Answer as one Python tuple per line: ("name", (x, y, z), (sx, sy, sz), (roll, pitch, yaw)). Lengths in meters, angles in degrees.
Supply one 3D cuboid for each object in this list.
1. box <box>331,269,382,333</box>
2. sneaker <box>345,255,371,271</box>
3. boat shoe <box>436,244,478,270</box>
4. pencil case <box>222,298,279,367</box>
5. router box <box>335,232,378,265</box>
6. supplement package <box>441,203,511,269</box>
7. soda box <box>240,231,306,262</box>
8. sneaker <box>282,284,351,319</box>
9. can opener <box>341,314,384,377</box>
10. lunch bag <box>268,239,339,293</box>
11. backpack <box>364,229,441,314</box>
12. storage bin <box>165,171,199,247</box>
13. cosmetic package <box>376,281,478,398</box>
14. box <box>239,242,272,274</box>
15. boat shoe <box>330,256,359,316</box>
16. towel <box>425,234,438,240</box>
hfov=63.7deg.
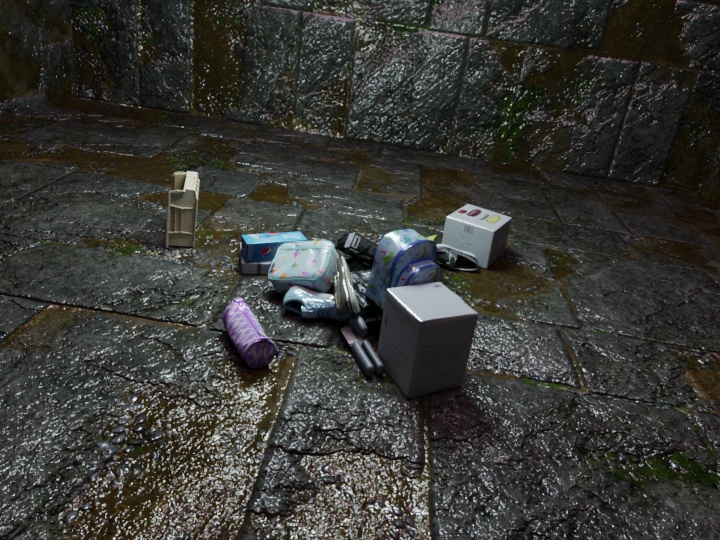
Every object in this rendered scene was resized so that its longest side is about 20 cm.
("box", (0.029, 0.082, 1.640), (0.160, 0.088, 0.200), (-7, 29, -28))
("sneaker", (0.000, 0.000, 1.810), (0.195, 0.083, 0.074), (4, 25, -10))
("boat shoe", (0.320, -0.043, 2.008), (0.195, 0.074, 0.071), (7, 20, -8))
("pencil case", (-0.273, 0.152, 1.405), (0.082, 0.087, 0.199), (-6, 28, -32))
("router box", (0.012, -0.063, 1.838), (0.147, 0.052, 0.200), (26, -6, -15))
("supplement package", (0.427, -0.130, 2.137), (0.188, 0.150, 0.199), (21, 29, 26))
("soda box", (-0.271, -0.075, 1.812), (0.196, 0.066, 0.068), (-5, 29, -27))
("sneaker", (-0.122, 0.108, 1.580), (0.196, 0.075, 0.082), (14, 44, 18))
("can opener", (0.004, 0.181, 1.449), (0.052, 0.068, 0.200), (-3, 27, -21))
("lunch bag", (-0.166, -0.015, 1.673), (0.195, 0.078, 0.163), (0, 53, 23))
("backpack", (0.121, 0.007, 1.489), (0.180, 0.204, 0.146), (-14, 34, -40))
("storage bin", (-0.589, -0.206, 1.926), (0.091, 0.203, 0.201), (5, 24, -15))
("cosmetic package", (0.154, 0.160, 1.382), (0.163, 0.205, 0.167), (-6, 27, -27))
("box", (-0.285, -0.039, 1.854), (0.195, 0.042, 0.157), (2, 27, -15))
("boat shoe", (-0.050, 0.040, 1.550), (0.059, 0.073, 0.204), (-19, 42, 3))
("towel", (0.161, -0.061, 1.936), (0.197, 0.023, 0.144), (-23, 11, 25))
